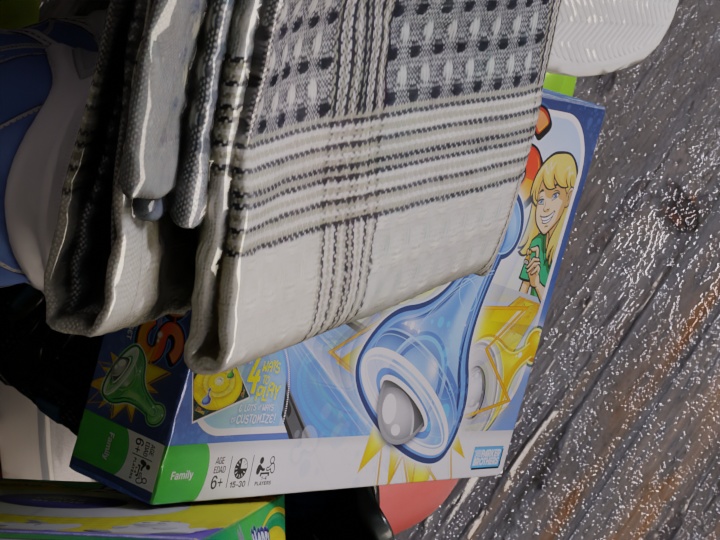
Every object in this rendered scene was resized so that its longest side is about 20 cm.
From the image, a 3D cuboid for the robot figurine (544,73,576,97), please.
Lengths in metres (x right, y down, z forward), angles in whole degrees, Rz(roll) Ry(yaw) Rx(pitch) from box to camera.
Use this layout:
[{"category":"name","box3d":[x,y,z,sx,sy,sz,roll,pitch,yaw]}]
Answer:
[{"category":"robot figurine","box3d":[-0.002,-0.088,0.906,0.200,0.175,0.116,-13,121,-38]}]

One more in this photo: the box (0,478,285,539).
[{"category":"box","box3d":[-0.086,0.087,0.679,0.200,0.117,0.048,38,54,-84]}]

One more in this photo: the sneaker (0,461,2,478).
[{"category":"sneaker","box3d":[-0.146,0.040,0.926,0.079,0.096,0.200,25,77,-47]}]

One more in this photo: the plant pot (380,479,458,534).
[{"category":"plant pot","box3d":[-0.070,0.072,1.139,0.177,0.200,0.200,-32,157,-51]}]

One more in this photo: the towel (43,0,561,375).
[{"category":"towel","box3d":[0.009,-0.078,0.545,0.200,0.035,0.193,-12,119,-61]}]

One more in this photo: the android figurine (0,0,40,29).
[{"category":"android figurine","box3d":[-0.151,-0.028,0.644,0.182,0.041,0.200,-53,171,-27]}]

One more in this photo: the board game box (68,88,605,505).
[{"category":"board game box","box3d":[0.000,0.000,0.736,0.200,0.034,0.135,2,105,-57]}]

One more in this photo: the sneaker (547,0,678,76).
[{"category":"sneaker","box3d":[0.000,-0.102,0.677,0.200,0.116,0.074,4,99,-49]}]

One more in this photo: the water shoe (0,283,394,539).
[{"category":"water shoe","box3d":[-0.061,0.037,0.778,0.072,0.200,0.079,-50,-149,8]}]

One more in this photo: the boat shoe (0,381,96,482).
[{"category":"boat shoe","box3d":[-0.092,0.029,0.846,0.072,0.068,0.200,-89,178,-85]}]

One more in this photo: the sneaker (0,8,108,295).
[{"category":"sneaker","box3d":[-0.091,-0.036,0.608,0.200,0.077,0.076,-144,-118,-84]}]
